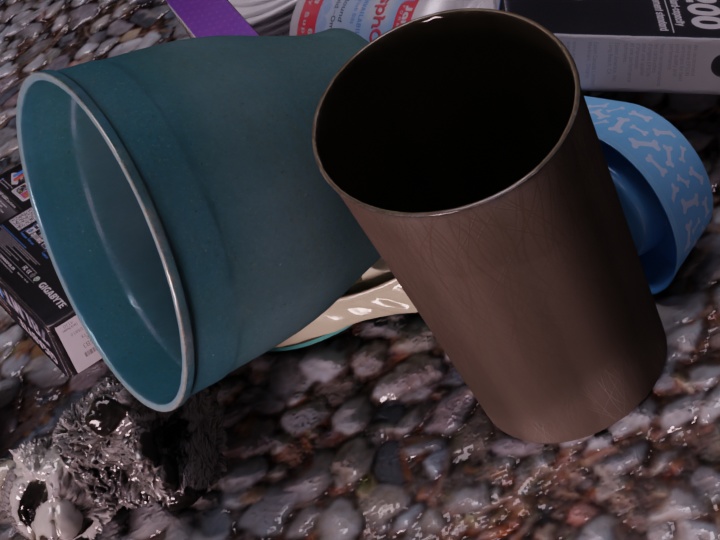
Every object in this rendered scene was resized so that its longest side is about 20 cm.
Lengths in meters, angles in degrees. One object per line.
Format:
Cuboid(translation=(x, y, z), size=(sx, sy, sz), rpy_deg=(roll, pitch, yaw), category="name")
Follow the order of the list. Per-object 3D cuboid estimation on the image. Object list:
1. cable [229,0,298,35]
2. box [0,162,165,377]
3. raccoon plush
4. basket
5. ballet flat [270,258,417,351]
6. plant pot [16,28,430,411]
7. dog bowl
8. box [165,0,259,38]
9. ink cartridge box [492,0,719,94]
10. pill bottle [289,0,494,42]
Cuboid(translation=(-0.049, -0.252, 1.476), size=(0.200, 0.069, 0.200), rpy_deg=(-44, 35, -14), category="cable")
Cuboid(translation=(-0.158, -0.037, 1.165), size=(0.198, 0.050, 0.200), rpy_deg=(-32, 38, -19), category="box")
Cuboid(translation=(-0.149, 0.101, 1.112), size=(0.134, 0.097, 0.200), rpy_deg=(-22, 15, 33), category="raccoon plush")
Cuboid(translation=(0.081, -0.013, 0.927), size=(0.136, 0.200, 0.180), rpy_deg=(-33, 36, -3), category="basket")
Cuboid(translation=(0.000, 0.000, 1.111), size=(0.199, 0.070, 0.070), rpy_deg=(-14, 37, 28), category="ballet flat")
Cuboid(translation=(-0.070, -0.049, 1.004), size=(0.187, 0.201, 0.200), rpy_deg=(-24, 28, -25), category="plant pot")
Cuboid(translation=(0.125, -0.054, 1.036), size=(0.050, 0.112, 0.200), rpy_deg=(-37, 31, -26), category="dog bowl")
Cuboid(translation=(-0.072, -0.130, 1.274), size=(0.039, 0.137, 0.200), rpy_deg=(-35, 33, -2), category="box")
Cuboid(translation=(0.183, -0.171, 1.099), size=(0.199, 0.044, 0.199), rpy_deg=(3, 33, -2), category="ink cartridge box")
Cuboid(translation=(0.049, -0.160, 1.235), size=(0.199, 0.109, 0.109), rpy_deg=(12, 54, 48), category="pill bottle")
